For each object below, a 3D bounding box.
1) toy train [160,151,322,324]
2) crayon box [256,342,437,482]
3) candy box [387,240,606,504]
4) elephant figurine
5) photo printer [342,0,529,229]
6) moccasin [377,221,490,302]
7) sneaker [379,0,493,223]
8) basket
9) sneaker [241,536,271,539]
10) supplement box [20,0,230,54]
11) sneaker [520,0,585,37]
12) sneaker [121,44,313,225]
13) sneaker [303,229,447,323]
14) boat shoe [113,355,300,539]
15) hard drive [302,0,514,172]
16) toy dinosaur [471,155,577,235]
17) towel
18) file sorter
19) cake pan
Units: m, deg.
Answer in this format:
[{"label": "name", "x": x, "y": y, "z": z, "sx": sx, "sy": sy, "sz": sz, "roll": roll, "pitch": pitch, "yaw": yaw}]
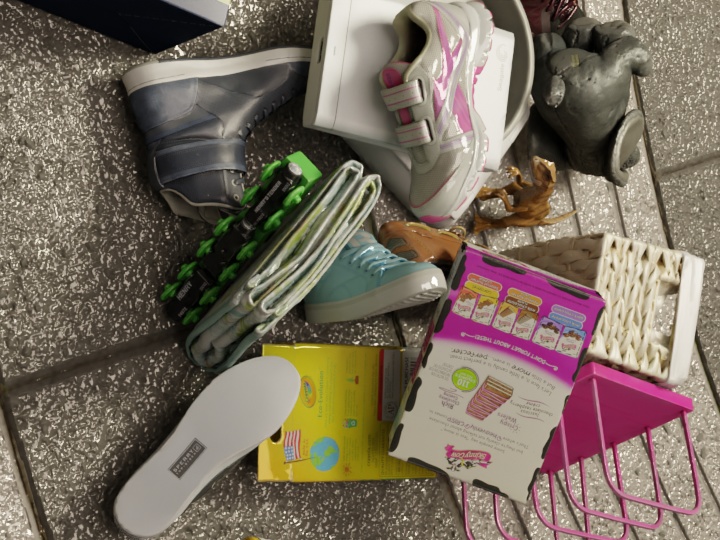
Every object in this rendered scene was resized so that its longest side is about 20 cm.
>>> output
[{"label": "toy train", "x": -0.102, "y": -0.026, "z": 1.157, "sx": 0.042, "sy": 0.200, "sz": 0.056, "roll": 47, "pitch": 33, "yaw": 6}, {"label": "crayon box", "x": -0.019, "y": 0.131, "z": 1.274, "sx": 0.199, "sy": 0.051, "sz": 0.128, "roll": 5, "pitch": 85, "yaw": -35}, {"label": "candy box", "x": 0.120, "y": 0.091, "z": 1.233, "sx": 0.136, "sy": 0.061, "sz": 0.201, "roll": 21, "pitch": 98, "yaw": -2}, {"label": "elephant figurine", "x": 0.242, "y": -0.147, "z": 1.413, "sx": 0.155, "sy": 0.142, "sz": 0.201, "roll": -19, "pitch": 125, "yaw": -10}, {"label": "photo printer", "x": 0.056, "y": -0.165, "z": 1.329, "sx": 0.200, "sy": 0.069, "sz": 0.167, "roll": 45, "pitch": 66, "yaw": -24}, {"label": "moccasin", "x": 0.079, "y": -0.009, "z": 1.318, "sx": 0.201, "sy": 0.074, "sz": 0.078, "roll": 9, "pitch": 48, "yaw": -53}, {"label": "sneaker", "x": 0.054, "y": -0.141, "z": 1.170, "sx": 0.088, "sy": 0.081, "sz": 0.201, "roll": 10, "pitch": 76, "yaw": -30}, {"label": "basket", "x": 0.223, "y": 0.041, "z": 1.359, "sx": 0.123, "sy": 0.200, "sz": 0.136, "roll": 19, "pitch": 76, "yaw": -27}, {"label": "sneaker", "x": -0.116, "y": 0.325, "z": 1.191, "sx": 0.082, "sy": 0.078, "sz": 0.200, "roll": 38, "pitch": 58, "yaw": -22}, {"label": "supplement box", "x": -0.203, "y": -0.314, "z": 1.120, "sx": 0.199, "sy": 0.134, "sz": 0.201, "roll": 18, "pitch": 78, "yaw": -32}, {"label": "sneaker", "x": 0.196, "y": -0.289, "z": 1.404, "sx": 0.200, "sy": 0.115, "sz": 0.076, "roll": 37, "pitch": 68, "yaw": -27}, {"label": "sneaker", "x": -0.099, "y": -0.118, "z": 1.208, "sx": 0.202, "sy": 0.077, "sz": 0.147, "roll": -12, "pitch": 83, "yaw": -25}, {"label": "sneaker", "x": 0.000, "y": 0.000, "z": 1.206, "sx": 0.074, "sy": 0.200, "sz": 0.082, "roll": -14, "pitch": 91, "yaw": -35}, {"label": "boat shoe", "x": -0.134, "y": 0.150, "z": 1.172, "sx": 0.200, "sy": 0.057, "sz": 0.069, "roll": -43, "pitch": 87, "yaw": -15}, {"label": "hard drive", "x": 0.047, "y": -0.172, "z": 1.222, "sx": 0.199, "sy": 0.027, "sz": 0.133, "roll": 11, "pitch": 83, "yaw": -32}, {"label": "toy dinosaur", "x": 0.168, "y": -0.061, "z": 1.394, "sx": 0.106, "sy": 0.200, "sz": 0.061, "roll": 1, "pitch": 78, "yaw": 9}, {"label": "towel", "x": -0.068, "y": 0.000, "z": 1.161, "sx": 0.048, "sy": 0.200, "sz": 0.171, "roll": 42, "pitch": 66, "yaw": -7}, {"label": "file sorter", "x": 0.207, "y": 0.197, "z": 1.316, "sx": 0.139, "sy": 0.200, "sz": 0.126, "roll": 20, "pitch": 54, "yaw": -32}, {"label": "cake pan", "x": 0.075, "y": -0.202, "z": 1.278, "sx": 0.200, "sy": 0.037, "sz": 0.201, "roll": 1, "pitch": 88, "yaw": -32}]
